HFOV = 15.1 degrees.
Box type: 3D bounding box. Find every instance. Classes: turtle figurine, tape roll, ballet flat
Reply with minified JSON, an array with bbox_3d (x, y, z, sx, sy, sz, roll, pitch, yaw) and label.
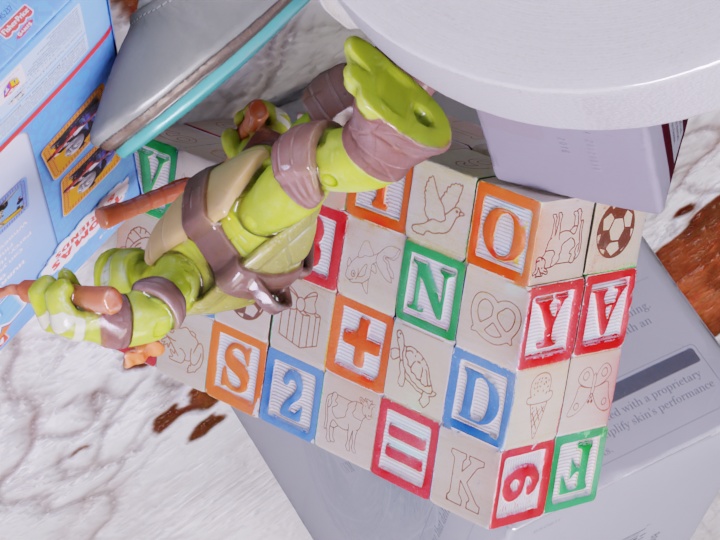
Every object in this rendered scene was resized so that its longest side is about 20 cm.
[{"bbox_3d":[-0.039,-0.016,0.851,0.161,0.064,0.200,-37,-176,31],"label":"turtle figurine"},{"bbox_3d":[0.070,-0.138,0.774,0.203,0.203,0.037,-36,158,4],"label":"tape roll"},{"bbox_3d":[-0.021,-0.115,0.869,0.200,0.064,0.067,-38,-175,-15],"label":"ballet flat"}]

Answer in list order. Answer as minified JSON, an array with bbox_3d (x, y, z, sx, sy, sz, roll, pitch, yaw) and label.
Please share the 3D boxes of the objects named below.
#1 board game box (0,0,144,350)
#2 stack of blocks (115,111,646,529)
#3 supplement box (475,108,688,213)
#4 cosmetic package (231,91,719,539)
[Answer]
[{"bbox_3d":[-0.137,-0.015,0.878,0.151,0.037,0.200,-47,167,-15],"label":"board game box"},{"bbox_3d":[0.000,0.000,0.965,0.059,0.200,0.115,-9,113,-46],"label":"stack of blocks"},{"bbox_3d":[0.090,-0.132,0.852,0.109,0.061,0.200,63,42,-68],"label":"supplement box"},{"bbox_3d":[0.039,0.044,1.108,0.123,0.200,0.200,-23,156,-21],"label":"cosmetic package"}]
